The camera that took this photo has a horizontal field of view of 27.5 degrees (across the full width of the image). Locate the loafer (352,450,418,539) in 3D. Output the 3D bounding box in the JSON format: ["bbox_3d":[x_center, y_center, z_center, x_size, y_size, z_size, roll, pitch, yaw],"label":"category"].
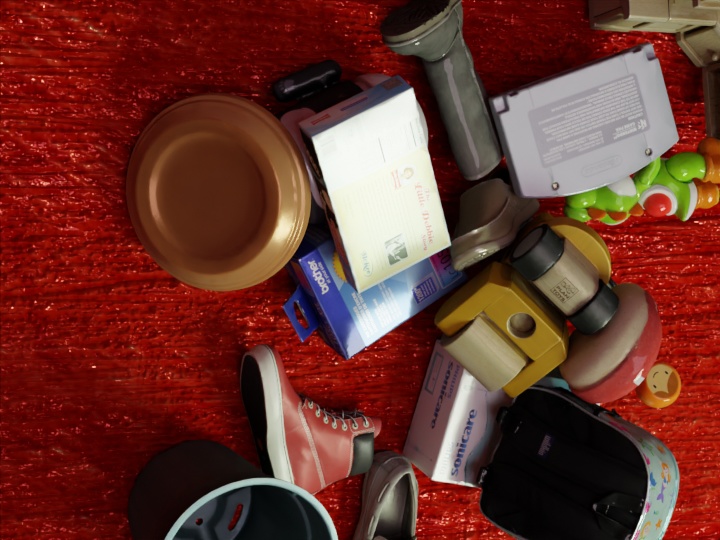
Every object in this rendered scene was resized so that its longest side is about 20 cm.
[{"bbox_3d":[0.030,0.312,1.707,0.069,0.070,0.203,-3,104,-24],"label":"loafer"}]

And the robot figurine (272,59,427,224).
[{"bbox_3d":[-0.026,-0.126,1.543,0.199,0.125,0.151,-27,128,-14],"label":"robot figurine"}]

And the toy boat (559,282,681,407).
[{"bbox_3d":[0.301,0.100,1.636,0.131,0.200,0.131,41,101,4],"label":"toy boat"}]

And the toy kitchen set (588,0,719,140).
[{"bbox_3d":[0.388,-0.240,1.657,0.198,0.163,0.183,-1,86,-26],"label":"toy kitchen set"}]

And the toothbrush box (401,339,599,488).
[{"bbox_3d":[0.167,0.178,1.729,0.198,0.085,0.148,12,99,-27],"label":"toothbrush box"}]

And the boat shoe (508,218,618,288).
[{"bbox_3d":[0.249,0.010,1.726,0.074,0.060,0.200,-51,125,-6],"label":"boat shoe"}]

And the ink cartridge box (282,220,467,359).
[{"bbox_3d":[0.000,0.000,1.615,0.199,0.076,0.137,-33,114,-12],"label":"ink cartridge box"}]

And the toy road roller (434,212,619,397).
[{"bbox_3d":[0.187,0.025,1.623,0.123,0.146,0.200,43,116,-12],"label":"toy road roller"}]

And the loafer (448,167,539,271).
[{"bbox_3d":[0.137,-0.059,1.627,0.075,0.200,0.069,-30,96,28],"label":"loafer"}]

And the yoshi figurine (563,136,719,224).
[{"bbox_3d":[0.319,-0.110,1.717,0.198,0.112,0.114,-11,96,-16],"label":"yoshi figurine"}]

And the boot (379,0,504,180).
[{"bbox_3d":[0.092,-0.191,1.579,0.182,0.072,0.202,-43,127,-53],"label":"boot"}]

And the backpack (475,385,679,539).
[{"bbox_3d":[0.251,0.236,1.626,0.150,0.199,0.179,14,98,-46],"label":"backpack"}]

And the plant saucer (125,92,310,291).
[{"bbox_3d":[-0.148,-0.076,1.482,0.198,0.037,0.203,3,102,16],"label":"plant saucer"}]

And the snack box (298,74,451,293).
[{"bbox_3d":[0.018,-0.084,1.487,0.115,0.037,0.201,-27,128,-13],"label":"snack box"}]

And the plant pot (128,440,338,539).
[{"bbox_3d":[-0.149,0.280,1.546,0.198,0.196,0.203,-6,105,-23],"label":"plant pot"}]

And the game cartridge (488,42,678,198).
[{"bbox_3d":[0.249,-0.158,1.627,0.198,0.040,0.135,-19,98,-11],"label":"game cartridge"}]

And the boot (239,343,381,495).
[{"bbox_3d":[-0.050,0.153,1.634,0.143,0.072,0.202,-21,119,-19],"label":"boot"}]
